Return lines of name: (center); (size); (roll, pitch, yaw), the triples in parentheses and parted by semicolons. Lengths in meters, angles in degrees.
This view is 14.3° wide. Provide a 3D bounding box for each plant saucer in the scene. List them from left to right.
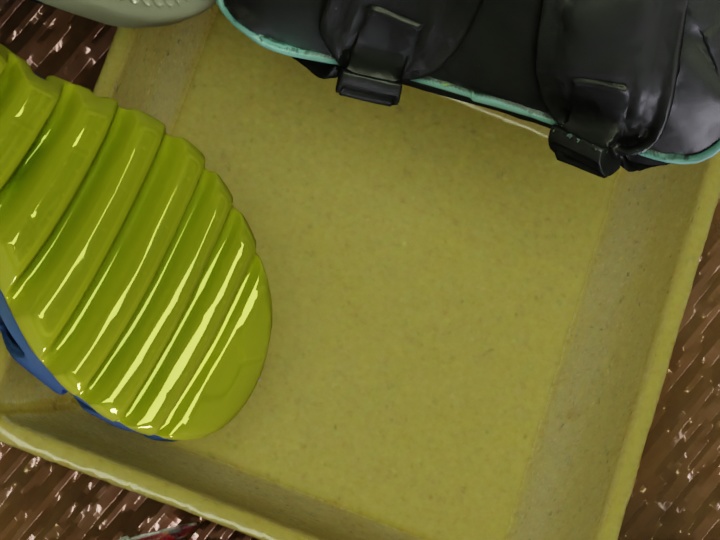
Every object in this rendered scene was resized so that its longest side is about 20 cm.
plant saucer: (0.000, 0.000, 0.907); (0.199, 0.048, 0.201); (21, 69, -6)

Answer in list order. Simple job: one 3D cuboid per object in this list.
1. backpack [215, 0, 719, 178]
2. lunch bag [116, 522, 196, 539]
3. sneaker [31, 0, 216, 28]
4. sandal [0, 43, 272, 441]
backpack: (0.064, -0.153, 0.835); (0.175, 0.153, 0.201); (18, 119, 9)
lunch bag: (-0.050, 0.182, 0.859); (0.175, 0.082, 0.201); (19, 82, -10)
sneaker: (-0.132, -0.120, 0.837); (0.199, 0.084, 0.075); (19, 77, -29)
sandal: (-0.107, -0.027, 0.825); (0.200, 0.087, 0.080); (45, 72, -18)
